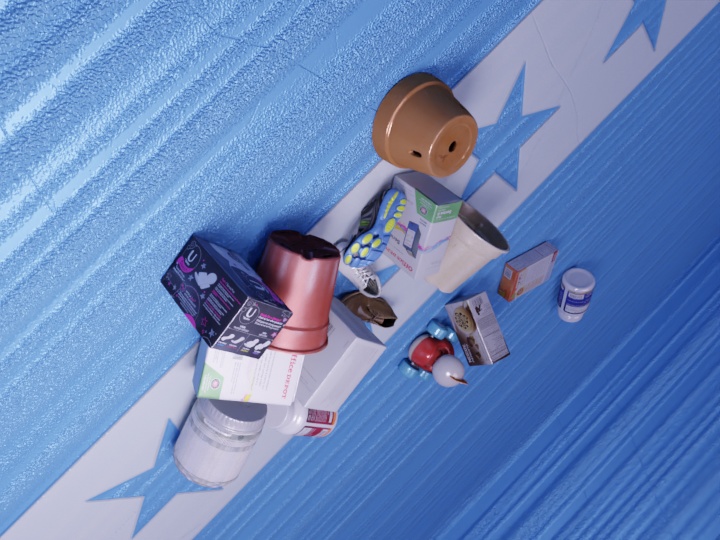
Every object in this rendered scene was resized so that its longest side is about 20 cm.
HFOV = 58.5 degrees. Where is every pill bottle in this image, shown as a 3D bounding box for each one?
[{"bbox_3d":[-0.155,0.361,1.631,0.113,0.113,0.200,-53,145,8],"label":"pill bottle"},{"bbox_3d":[0.789,0.094,2.373,0.116,0.116,0.200,-32,142,-22],"label":"pill bottle"}]

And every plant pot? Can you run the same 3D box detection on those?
[{"bbox_3d":[-0.134,0.035,1.288,0.201,0.201,0.195,-2,117,-46],"label":"plant pot"},{"bbox_3d":[0.144,-0.281,1.310,0.200,0.140,0.200,-29,141,-27],"label":"plant pot"},{"bbox_3d":[0.235,-0.052,1.605,0.200,0.201,0.184,9,128,-50],"label":"plant pot"}]

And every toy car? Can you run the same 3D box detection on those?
[{"bbox_3d":[0.253,0.284,1.912,0.184,0.200,0.177,-55,144,10],"label":"toy car"}]

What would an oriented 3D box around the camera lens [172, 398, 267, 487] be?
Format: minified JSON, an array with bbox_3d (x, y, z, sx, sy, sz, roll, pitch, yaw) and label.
[{"bbox_3d":[-0.311,0.363,1.425,0.160,0.160,0.200,5,120,-49],"label":"camera lens"}]

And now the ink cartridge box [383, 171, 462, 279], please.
[{"bbox_3d":[0.129,-0.103,1.459,0.087,0.145,0.200,-17,135,-35],"label":"ink cartridge box"}]

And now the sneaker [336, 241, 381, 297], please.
[{"bbox_3d":[0.000,0.000,1.485,0.073,0.071,0.200,-47,145,-1],"label":"sneaker"}]

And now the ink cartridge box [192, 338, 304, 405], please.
[{"bbox_3d":[-0.228,0.188,1.321,0.200,0.084,0.145,11,99,-24],"label":"ink cartridge box"}]

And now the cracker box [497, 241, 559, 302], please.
[{"bbox_3d":[0.540,0.003,2.072,0.200,0.058,0.134,-24,139,-29],"label":"cracker box"}]

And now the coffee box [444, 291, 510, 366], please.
[{"bbox_3d":[0.341,0.173,1.882,0.080,0.200,0.113,-23,-178,-31],"label":"coffee box"}]

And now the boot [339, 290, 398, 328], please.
[{"bbox_3d":[0.022,0.101,1.604,0.200,0.075,0.074,11,117,-49],"label":"boot"}]

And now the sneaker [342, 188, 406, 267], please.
[{"bbox_3d":[0.029,-0.092,1.412,0.071,0.083,0.200,32,89,-24],"label":"sneaker"}]

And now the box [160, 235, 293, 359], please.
[{"bbox_3d":[-0.241,0.047,1.163,0.115,0.200,0.132,-52,145,8],"label":"box"}]

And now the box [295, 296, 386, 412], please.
[{"bbox_3d":[-0.088,0.177,1.450,0.200,0.199,0.131,-53,144,8],"label":"box"}]
